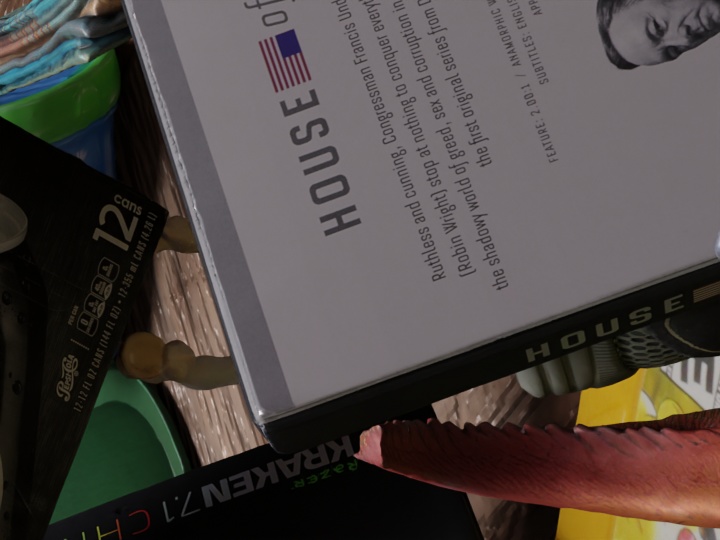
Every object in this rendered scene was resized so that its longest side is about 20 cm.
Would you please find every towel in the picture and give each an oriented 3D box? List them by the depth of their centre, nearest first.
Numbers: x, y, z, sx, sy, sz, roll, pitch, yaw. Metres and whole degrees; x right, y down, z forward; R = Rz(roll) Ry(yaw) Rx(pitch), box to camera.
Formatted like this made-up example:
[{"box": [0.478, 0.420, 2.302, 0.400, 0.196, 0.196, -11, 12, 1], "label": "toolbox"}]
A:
[{"box": [-0.013, -0.097, 0.651, 0.022, 0.200, 0.147, 62, 156, -10], "label": "towel"}]

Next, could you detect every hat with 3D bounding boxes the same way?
[{"box": [-0.165, 0.125, 1.040, 0.200, 0.175, 0.166, -34, 65, 62], "label": "hat"}]

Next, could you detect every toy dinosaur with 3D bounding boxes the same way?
[{"box": [0.135, 0.052, 0.424, 0.182, 0.200, 0.105, 47, 165, 41], "label": "toy dinosaur"}]

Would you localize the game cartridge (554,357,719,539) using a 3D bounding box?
[{"box": [0.110, 0.081, 0.616, 0.200, 0.032, 0.177, -131, 41, -52], "label": "game cartridge"}]

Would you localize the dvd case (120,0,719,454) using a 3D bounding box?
[{"box": [0.054, -0.065, 0.520, 0.025, 0.199, 0.151, 67, -176, -65], "label": "dvd case"}]

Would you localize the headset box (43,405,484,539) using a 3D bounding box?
[{"box": [-0.030, 0.149, 0.695, 0.200, 0.174, 0.093, -109, -2, -57], "label": "headset box"}]

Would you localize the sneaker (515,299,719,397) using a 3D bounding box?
[{"box": [0.089, -0.052, 0.590, 0.200, 0.114, 0.076, -81, -19, -54], "label": "sneaker"}]

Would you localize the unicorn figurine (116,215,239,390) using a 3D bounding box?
[{"box": [0.000, 0.000, 0.746, 0.200, 0.137, 0.074, 2, 88, 50], "label": "unicorn figurine"}]

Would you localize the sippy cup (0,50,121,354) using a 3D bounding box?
[{"box": [-0.153, -0.017, 1.053, 0.139, 0.178, 0.131, 6, 115, 36], "label": "sippy cup"}]

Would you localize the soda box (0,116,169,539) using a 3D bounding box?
[{"box": [-0.123, 0.062, 0.681, 0.071, 0.063, 0.201, -6, 60, 56], "label": "soda box"}]
